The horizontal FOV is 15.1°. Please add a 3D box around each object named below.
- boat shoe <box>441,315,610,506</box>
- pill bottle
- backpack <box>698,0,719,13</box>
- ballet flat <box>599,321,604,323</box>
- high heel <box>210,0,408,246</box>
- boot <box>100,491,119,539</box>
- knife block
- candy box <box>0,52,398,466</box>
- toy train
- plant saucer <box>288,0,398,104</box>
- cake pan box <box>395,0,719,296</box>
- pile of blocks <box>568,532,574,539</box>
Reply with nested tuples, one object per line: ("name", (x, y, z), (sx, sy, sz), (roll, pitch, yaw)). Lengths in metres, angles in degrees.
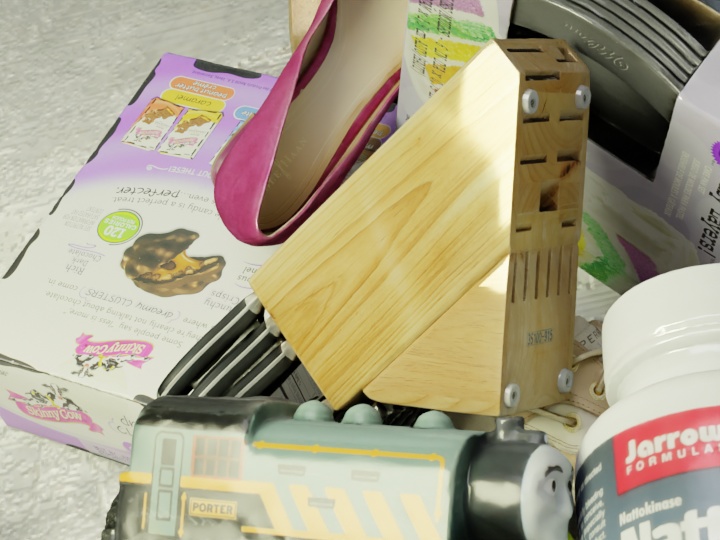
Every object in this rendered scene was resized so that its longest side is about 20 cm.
("boat shoe", (0.084, 0.052, 1.143), (0.200, 0.069, 0.074), (13, 19, 21))
("pill bottle", (0.141, 0.104, 1.021), (0.119, 0.120, 0.200), (-11, 57, 13))
("backpack", (0.133, -0.184, 1.184), (0.154, 0.200, 0.190), (-46, 46, -9))
("ballet flat", (0.094, 0.050, 1.218), (0.200, 0.071, 0.065), (4, 26, 21))
("high heel", (0.002, -0.098, 1.224), (0.200, 0.067, 0.096), (-47, 20, 4))
("boot", (-0.031, 0.167, 1.145), (0.158, 0.079, 0.211), (-10, 40, 7))
("knife block", (0.000, 0.000, 1.115), (0.175, 0.064, 0.200), (7, 98, 30))
("candy box", (-0.069, 0.002, 1.308), (0.168, 0.072, 0.200), (16, 58, 31))
("toy train", (-0.008, 0.108, 1.050), (0.200, 0.085, 0.114), (2, 86, 28))
("plant saucer", (0.016, -0.166, 1.366), (0.035, 0.200, 0.200), (6, 43, -22))
("cake pan box", (0.105, -0.068, 1.175), (0.184, 0.200, 0.052), (32, 67, 11))
("pile of blocks", (0.085, 0.169, 1.096), (0.062, 0.082, 0.200), (-28, 47, -3))
